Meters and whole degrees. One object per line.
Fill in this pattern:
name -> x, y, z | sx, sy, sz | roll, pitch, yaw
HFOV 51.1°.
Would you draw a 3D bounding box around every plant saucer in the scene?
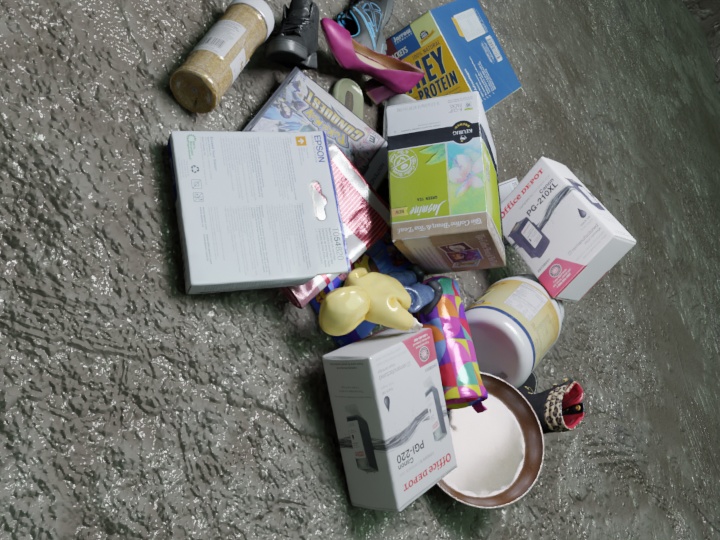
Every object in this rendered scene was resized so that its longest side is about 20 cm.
plant saucer -> 0.172, 0.249, 1.106 | 0.200, 0.035, 0.201 | 6, 62, -12

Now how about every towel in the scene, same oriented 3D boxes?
towel -> -0.057, -0.064, 0.988 | 0.200, 0.023, 0.144 | -42, 94, -28

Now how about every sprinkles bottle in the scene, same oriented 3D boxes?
sprinkles bottle -> -0.181, -0.292, 1.002 | 0.068, 0.068, 0.200 | 45, 45, -24

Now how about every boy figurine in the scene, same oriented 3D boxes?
boy figurine -> 0.027, 0.042, 0.993 | 0.124, 0.065, 0.200 | 41, 34, 27

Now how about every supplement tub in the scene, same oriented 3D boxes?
supplement tub -> 0.242, 0.097, 1.229 | 0.200, 0.144, 0.145 | -33, 98, -50

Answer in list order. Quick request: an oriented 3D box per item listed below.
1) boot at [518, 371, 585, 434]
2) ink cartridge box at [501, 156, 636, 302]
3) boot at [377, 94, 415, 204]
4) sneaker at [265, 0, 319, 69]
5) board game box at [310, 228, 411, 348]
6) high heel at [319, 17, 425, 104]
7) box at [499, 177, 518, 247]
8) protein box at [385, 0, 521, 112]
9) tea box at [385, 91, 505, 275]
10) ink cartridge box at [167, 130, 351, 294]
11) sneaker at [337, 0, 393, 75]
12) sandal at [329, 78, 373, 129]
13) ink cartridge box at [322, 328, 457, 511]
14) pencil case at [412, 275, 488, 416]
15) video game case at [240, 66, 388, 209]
boot -> 0.290, 0.212, 1.222 | 0.200, 0.150, 0.073 | -36, 100, -51
ink cartridge box -> 0.333, -0.070, 1.263 | 0.084, 0.145, 0.200 | 10, 38, -44
boot -> 0.095, -0.181, 1.267 | 0.182, 0.072, 0.200 | 38, 42, -31
sneaker -> -0.094, -0.350, 1.089 | 0.200, 0.060, 0.104 | -41, 133, -79
board game box -> 0.000, 0.000, 1.082 | 0.135, 0.045, 0.200 | 59, 40, -10
high heel -> 0.019, -0.346, 1.187 | 0.200, 0.096, 0.068 | 35, 35, -53
box -> 0.242, -0.096, 1.388 | 0.200, 0.060, 0.117 | -21, 88, -51
protein box -> 0.162, -0.368, 1.369 | 0.199, 0.135, 0.200 | 60, 40, -9
tea box -> 0.125, -0.113, 1.067 | 0.200, 0.133, 0.197 | 40, 45, -68
ink cartridge box -> -0.125, -0.076, 0.923 | 0.200, 0.041, 0.200 | -4, 73, -21
sneaker -> 0.005, -0.432, 1.274 | 0.082, 0.073, 0.200 | 26, 54, -38
sandal -> -0.012, -0.222, 1.164 | 0.080, 0.057, 0.201 | 23, 55, -42
ink cartridge box -> 0.041, 0.188, 0.977 | 0.146, 0.085, 0.200 | -18, 101, -50
pencil case -> 0.125, 0.110, 1.096 | 0.088, 0.088, 0.200 | 13, 57, -45
video game case -> -0.057, -0.170, 1.064 | 0.200, 0.025, 0.181 | 38, 53, -11
